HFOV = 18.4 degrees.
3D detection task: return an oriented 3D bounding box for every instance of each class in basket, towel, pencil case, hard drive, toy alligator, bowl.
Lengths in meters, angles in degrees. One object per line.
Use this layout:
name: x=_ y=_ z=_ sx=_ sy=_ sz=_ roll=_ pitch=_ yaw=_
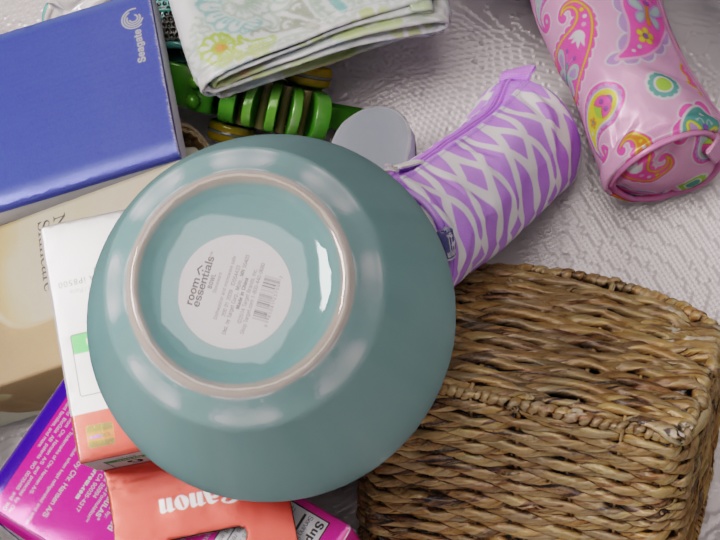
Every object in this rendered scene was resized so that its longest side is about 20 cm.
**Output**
basket: x=0.106 y=0.093 z=1.288 sx=0.199 sy=0.149 sz=0.143 roll=10 pitch=37 yaw=15
towel: x=-0.045 y=-0.214 z=1.377 sx=0.171 sy=0.048 sz=0.201 roll=-17 pitch=68 yaw=-2
pencil case: x=0.057 y=-0.049 z=1.291 sx=0.084 sy=0.200 sz=0.086 roll=-11 pitch=105 yaw=33
hard drive: x=-0.213 y=-0.090 z=1.366 sx=0.199 sy=0.025 sz=0.132 roll=-16 pitch=57 yaw=5
toy alligator: x=-0.084 y=-0.110 z=1.390 sx=0.199 sy=0.054 sz=0.059 roll=13 pitch=100 yaw=0
pencil case: x=0.158 y=-0.141 z=1.363 sx=0.087 sy=0.087 sz=0.200 roll=-19 pitch=63 yaw=3
bowl: x=-0.053 y=0.015 z=1.141 sx=0.200 sy=0.105 sz=0.202 roll=-1 pitch=79 yaw=5

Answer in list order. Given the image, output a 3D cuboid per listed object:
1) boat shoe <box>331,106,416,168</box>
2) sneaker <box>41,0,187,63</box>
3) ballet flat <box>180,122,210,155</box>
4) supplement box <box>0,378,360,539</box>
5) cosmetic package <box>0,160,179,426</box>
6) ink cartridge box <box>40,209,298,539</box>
boat shoe: x=-0.003 y=0.000 z=1.341 sx=0.073 sy=0.068 sz=0.200 roll=-2 pitch=57 yaw=19
sneaker: x=-0.103 y=-0.175 z=1.447 sx=0.200 sy=0.078 sz=0.091 roll=-28 pitch=82 yaw=2
ballet flat: x=-0.082 y=-0.008 z=1.357 sx=0.067 sy=0.062 sz=0.200 roll=-13 pitch=57 yaw=-39
supplement box: x=-0.102 y=0.155 z=1.280 sx=0.200 sy=0.101 sz=0.103 roll=30 pitch=76 yaw=20
cosmetic package: x=-0.165 y=0.017 z=1.331 sx=0.200 sy=0.071 sz=0.106 roll=-20 pitch=69 yaw=24
ink cartridge box: x=-0.103 y=0.064 z=1.215 sx=0.109 sy=0.050 sz=0.201 roll=-12 pitch=77 yaw=5
